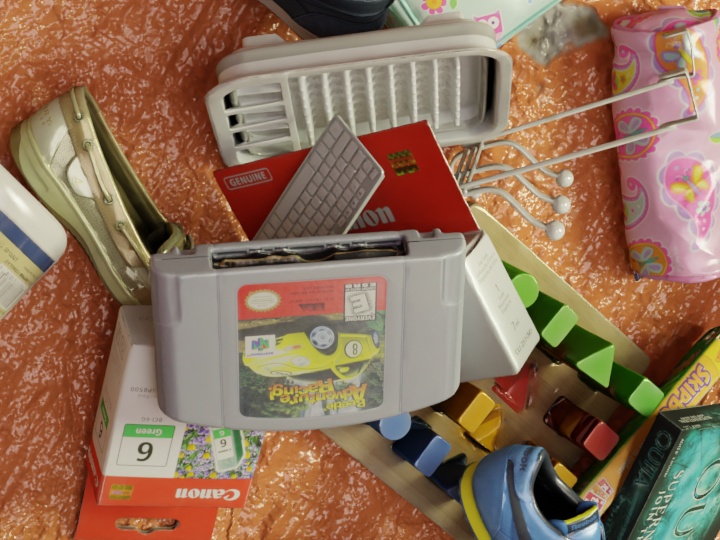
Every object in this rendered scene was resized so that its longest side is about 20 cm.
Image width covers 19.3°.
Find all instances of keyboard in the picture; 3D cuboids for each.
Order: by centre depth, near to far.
[{"bbox_3d":[-0.048,-0.013,1.424,0.011,0.056,0.201,-16,147,-51],"label":"keyboard"}]

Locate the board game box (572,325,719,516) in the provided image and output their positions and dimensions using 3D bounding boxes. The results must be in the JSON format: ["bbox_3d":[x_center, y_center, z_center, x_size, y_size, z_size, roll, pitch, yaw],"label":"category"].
[{"bbox_3d":[0.211,0.120,1.576,0.030,0.096,0.200,39,85,2],"label":"board game box"}]

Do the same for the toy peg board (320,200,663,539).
[{"bbox_3d":[0.101,0.093,1.528,0.200,0.098,0.200,40,86,-22],"label":"toy peg board"}]

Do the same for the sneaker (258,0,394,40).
[{"bbox_3d":[-0.058,-0.226,1.355,0.201,0.146,0.077,31,72,-4],"label":"sneaker"}]

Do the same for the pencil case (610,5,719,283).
[{"bbox_3d":[0.231,-0.090,1.548,0.087,0.087,0.202,-14,107,-17],"label":"pencil case"}]

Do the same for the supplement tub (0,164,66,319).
[{"bbox_3d":[-0.299,0.004,1.333,0.200,0.144,0.144,-47,113,-6],"label":"supplement tub"}]

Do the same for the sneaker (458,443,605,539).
[{"bbox_3d":[0.146,0.211,1.482,0.066,0.078,0.201,-42,106,-48],"label":"sneaker"}]

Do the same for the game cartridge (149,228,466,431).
[{"bbox_3d":[-0.032,0.041,1.345,0.198,0.041,0.134,-4,130,-6],"label":"game cartridge"}]

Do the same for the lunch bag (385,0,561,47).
[{"bbox_3d":[0.054,-0.249,1.448,0.160,0.077,0.201,-37,110,-6],"label":"lunch bag"}]

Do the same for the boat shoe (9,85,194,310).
[{"bbox_3d":[-0.150,-0.031,1.414,0.063,0.073,0.201,-32,106,18],"label":"boat shoe"}]

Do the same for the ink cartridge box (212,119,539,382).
[{"bbox_3d":[0.000,0.000,1.422,0.044,0.199,0.174,-51,120,-43],"label":"ink cartridge box"}]

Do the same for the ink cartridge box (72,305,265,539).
[{"bbox_3d":[-0.126,0.120,1.437,0.108,0.050,0.201,3,122,-21],"label":"ink cartridge box"}]

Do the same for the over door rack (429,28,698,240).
[{"bbox_3d":[0.148,-0.080,1.441,0.199,0.148,0.067,-28,102,15],"label":"over door rack"}]

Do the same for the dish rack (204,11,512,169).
[{"bbox_3d":[-0.001,-0.121,1.402,0.198,0.172,0.044,-7,72,1],"label":"dish rack"}]

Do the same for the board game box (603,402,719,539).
[{"bbox_3d":[0.226,0.188,1.570,0.135,0.028,0.201,-4,124,-48],"label":"board game box"}]
